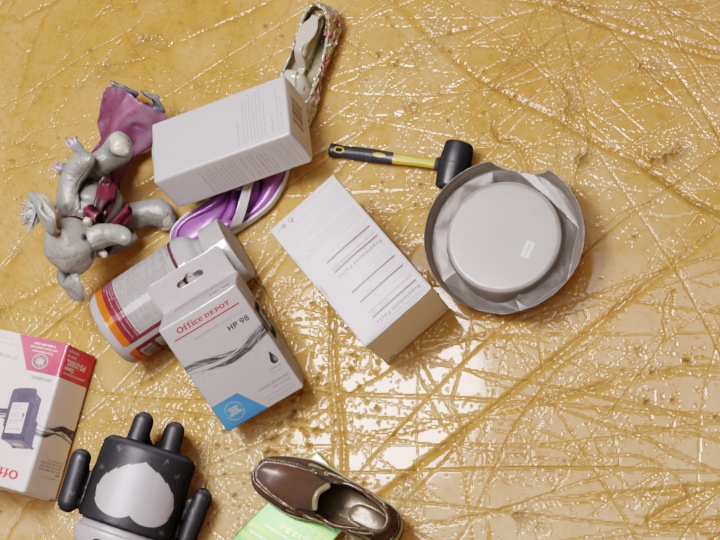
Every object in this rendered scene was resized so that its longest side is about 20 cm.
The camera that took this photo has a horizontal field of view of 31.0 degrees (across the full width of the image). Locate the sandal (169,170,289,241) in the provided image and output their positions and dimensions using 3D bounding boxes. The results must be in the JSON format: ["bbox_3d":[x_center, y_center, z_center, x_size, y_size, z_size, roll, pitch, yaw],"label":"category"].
[{"bbox_3d":[-0.175,-0.092,1.738,0.203,0.050,0.082,-45,68,-1],"label":"sandal"}]

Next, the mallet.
[{"bbox_3d":[0.049,-0.136,1.700,0.199,0.041,0.066,2,77,21],"label":"mallet"}]

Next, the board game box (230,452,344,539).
[{"bbox_3d":[-0.090,0.329,1.598,0.200,0.030,0.096,-44,67,-7],"label":"board game box"}]

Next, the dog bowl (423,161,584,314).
[{"bbox_3d":[0.182,-0.036,1.617,0.199,0.059,0.201,-4,74,15],"label":"dog bowl"}]

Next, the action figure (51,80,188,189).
[{"bbox_3d":[-0.341,-0.155,1.796,0.148,0.134,0.201,21,89,-18],"label":"action figure"}]

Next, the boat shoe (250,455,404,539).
[{"bbox_3d":[-0.044,0.268,1.555,0.202,0.075,0.075,17,75,18],"label":"boat shoe"}]

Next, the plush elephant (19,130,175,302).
[{"bbox_3d":[-0.352,-0.059,1.681,0.199,0.165,0.155,-17,40,2],"label":"plush elephant"}]

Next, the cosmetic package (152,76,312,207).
[{"bbox_3d":[-0.170,-0.167,1.702,0.199,0.074,0.102,-18,56,17],"label":"cosmetic package"}]

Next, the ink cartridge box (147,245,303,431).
[{"bbox_3d":[-0.171,0.084,1.621,0.116,0.067,0.200,-31,105,6],"label":"ink cartridge box"}]

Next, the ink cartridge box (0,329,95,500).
[{"bbox_3d":[-0.456,0.189,1.716,0.144,0.084,0.201,10,77,19],"label":"ink cartridge box"}]

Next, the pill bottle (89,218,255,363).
[{"bbox_3d":[-0.243,0.025,1.691,0.200,0.110,0.110,-33,68,4],"label":"pill bottle"}]

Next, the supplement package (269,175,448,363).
[{"bbox_3d":[0.000,0.000,1.628,0.109,0.114,0.200,-41,69,2],"label":"supplement package"}]

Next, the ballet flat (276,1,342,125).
[{"bbox_3d":[-0.082,-0.275,1.759,0.075,0.064,0.201,12,78,18],"label":"ballet flat"}]

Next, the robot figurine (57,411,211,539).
[{"bbox_3d":[-0.279,0.279,1.618,0.150,0.125,0.201,11,77,31],"label":"robot figurine"}]
